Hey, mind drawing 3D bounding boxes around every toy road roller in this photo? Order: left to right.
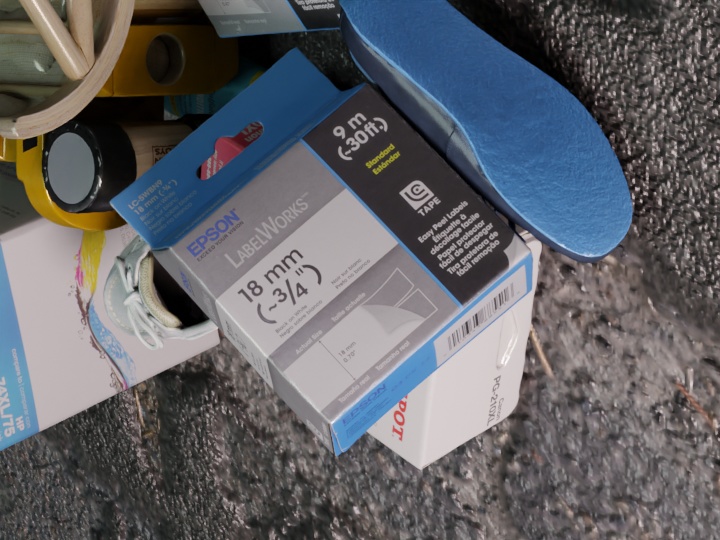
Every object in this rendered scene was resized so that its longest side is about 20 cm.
[{"bbox_3d":[-0.164,-0.124,1.576,0.146,0.123,0.200,8,100,42],"label":"toy road roller"}]

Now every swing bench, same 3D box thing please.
[{"bbox_3d":[-0.244,-0.185,1.464,0.199,0.130,0.200,6,120,39],"label":"swing bench"}]

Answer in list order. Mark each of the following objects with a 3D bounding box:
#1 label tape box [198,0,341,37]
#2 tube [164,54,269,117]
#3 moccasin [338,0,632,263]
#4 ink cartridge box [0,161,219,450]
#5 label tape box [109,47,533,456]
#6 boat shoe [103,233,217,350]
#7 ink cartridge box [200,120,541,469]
[{"bbox_3d":[-0.071,-0.230,1.456,0.143,0.066,0.200,4,134,53],"label":"label tape box"},{"bbox_3d":[-0.088,-0.112,1.624,0.200,0.050,0.077,28,140,33],"label":"tube"},{"bbox_3d":[0.070,-0.084,1.391,0.200,0.080,0.068,50,164,8],"label":"moccasin"},{"bbox_3d":[-0.223,0.005,1.734,0.147,0.200,0.146,20,127,47],"label":"ink cartridge box"},{"bbox_3d":[-0.026,-0.023,1.388,0.200,0.144,0.063,46,170,17],"label":"label tape box"},{"bbox_3d":[-0.101,0.004,1.514,0.202,0.065,0.074,-12,103,53],"label":"boat shoe"},{"bbox_3d":[0.000,0.000,1.517,0.200,0.084,0.145,34,136,31],"label":"ink cartridge box"}]
